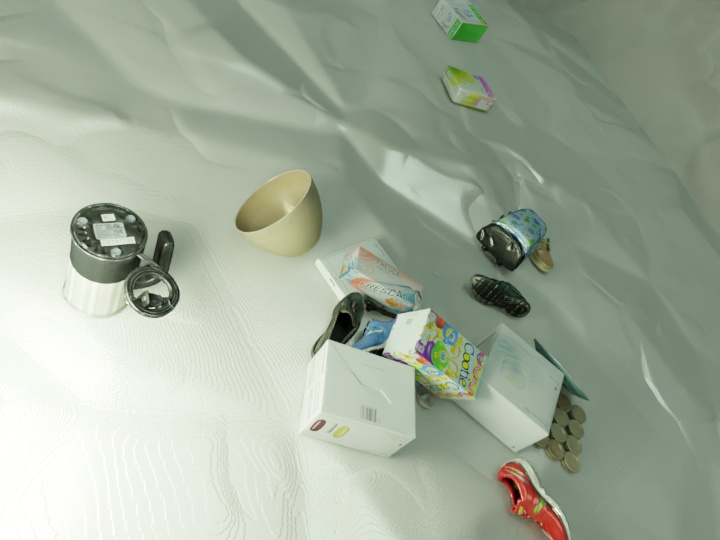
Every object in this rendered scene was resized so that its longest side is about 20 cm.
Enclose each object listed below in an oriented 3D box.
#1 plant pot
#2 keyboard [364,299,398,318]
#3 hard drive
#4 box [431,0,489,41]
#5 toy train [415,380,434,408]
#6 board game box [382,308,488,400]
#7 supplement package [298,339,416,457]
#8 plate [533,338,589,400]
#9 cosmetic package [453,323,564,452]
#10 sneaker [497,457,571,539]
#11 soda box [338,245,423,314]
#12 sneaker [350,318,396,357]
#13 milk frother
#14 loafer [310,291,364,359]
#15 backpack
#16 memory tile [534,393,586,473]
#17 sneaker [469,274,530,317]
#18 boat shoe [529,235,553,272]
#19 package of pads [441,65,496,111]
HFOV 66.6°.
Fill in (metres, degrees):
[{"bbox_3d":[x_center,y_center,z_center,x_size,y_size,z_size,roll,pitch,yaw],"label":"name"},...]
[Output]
[{"bbox_3d":[-0.163,-0.110,1.234,0.135,0.199,0.201,55,33,-37],"label":"plant pot"},{"bbox_3d":[0.063,0.056,1.320,0.199,0.021,0.128,23,58,-28],"label":"keyboard"},{"bbox_3d":[0.000,0.000,1.345,0.199,0.027,0.132,-23,71,-43],"label":"hard drive"},{"bbox_3d":[0.454,-1.142,2.498,0.199,0.097,0.177,-14,67,-38],"label":"box"},{"bbox_3d":[0.168,0.213,1.265,0.150,0.056,0.200,41,44,2],"label":"toy train"},{"bbox_3d":[0.162,0.184,1.167,0.200,0.105,0.103,39,58,-25],"label":"board game box"},{"bbox_3d":[-0.003,0.255,1.080,0.199,0.111,0.157,20,47,-18],"label":"supplement package"},{"bbox_3d":[0.507,0.259,1.408,0.200,0.026,0.200,48,6,-6],"label":"plate"},{"bbox_3d":[0.349,0.272,1.289,0.199,0.123,0.200,39,46,0],"label":"cosmetic package"},{"bbox_3d":[0.360,0.503,1.160,0.084,0.077,0.201,-18,60,-29],"label":"sneaker"},{"bbox_3d":[0.050,0.027,1.268,0.199,0.063,0.069,31,53,-24],"label":"soda box"},{"bbox_3d":[0.027,0.162,1.211,0.199,0.079,0.089,-19,45,-35],"label":"sneaker"},{"bbox_3d":[-0.412,0.025,0.940,0.179,0.188,0.201,9,52,-26],"label":"milk frother"},{"bbox_3d":[-0.035,0.119,1.186,0.072,0.063,0.200,38,52,-7],"label":"loafer"},{"bbox_3d":[0.475,-0.105,1.672,0.163,0.154,0.199,49,32,19],"label":"backpack"},{"bbox_3d":[0.493,0.387,1.367,0.153,0.017,0.200,37,45,-3],"label":"memory tile"},{"bbox_3d":[0.381,0.062,1.525,0.199,0.075,0.079,30,31,-18],"label":"sneaker"},{"bbox_3d":[0.571,-0.090,1.759,0.074,0.066,0.201,2,55,-31],"label":"boat shoe"},{"bbox_3d":[0.427,-0.712,2.158,0.199,0.068,0.155,5,52,-29],"label":"package of pads"}]
